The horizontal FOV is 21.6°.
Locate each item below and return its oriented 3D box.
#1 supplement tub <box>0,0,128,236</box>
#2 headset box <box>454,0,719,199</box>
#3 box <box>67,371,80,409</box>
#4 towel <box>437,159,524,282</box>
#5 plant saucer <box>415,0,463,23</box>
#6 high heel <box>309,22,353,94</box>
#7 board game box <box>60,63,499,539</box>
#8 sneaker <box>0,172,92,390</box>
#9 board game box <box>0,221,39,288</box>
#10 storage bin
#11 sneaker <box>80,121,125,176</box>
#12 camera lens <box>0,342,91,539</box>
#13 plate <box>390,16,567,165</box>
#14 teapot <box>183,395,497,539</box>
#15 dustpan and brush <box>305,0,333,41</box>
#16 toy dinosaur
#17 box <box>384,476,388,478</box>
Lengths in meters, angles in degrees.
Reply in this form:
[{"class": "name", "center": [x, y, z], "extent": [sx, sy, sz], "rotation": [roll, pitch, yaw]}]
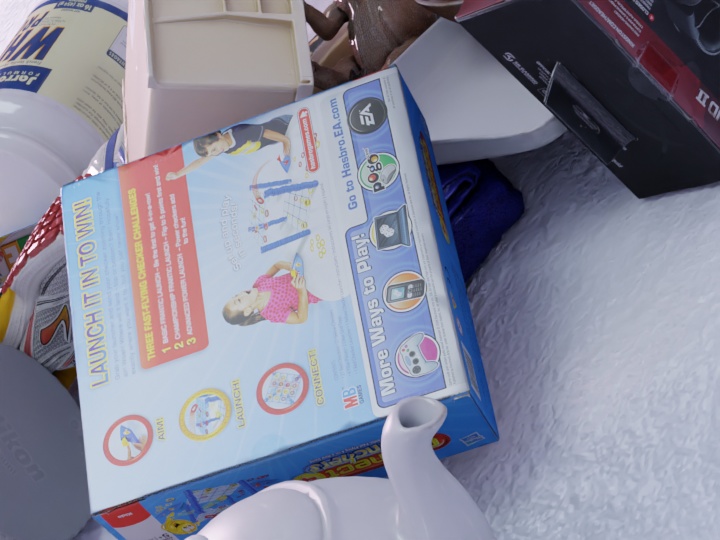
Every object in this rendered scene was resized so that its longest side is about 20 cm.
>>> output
[{"class": "supplement tub", "center": [-0.241, -0.115, 1.519], "extent": [0.144, 0.145, 0.201], "rotation": [-26, 29, 40]}, {"class": "headset box", "center": [0.145, -0.147, 0.950], "extent": [0.077, 0.149, 0.201], "rotation": [-13, 45, 51]}, {"class": "box", "center": [-0.166, 0.020, 1.368], "extent": [0.144, 0.036, 0.201], "rotation": [-38, 30, 25]}, {"class": "towel", "center": [0.000, 0.000, 1.106], "extent": [0.200, 0.049, 0.148], "rotation": [-48, 27, 7]}, {"class": "plant saucer", "center": [0.124, -0.199, 1.120], "extent": [0.199, 0.035, 0.201], "rotation": [-27, 22, 12]}, {"class": "high heel", "center": [-0.047, -0.120, 1.315], "extent": [0.201, 0.071, 0.142], "rotation": [-59, 28, -5]}, {"class": "board game box", "center": [-0.046, 0.019, 0.953], "extent": [0.194, 0.056, 0.202], "rotation": [-18, 56, 11]}, {"class": "sneaker", "center": [-0.190, 0.012, 1.245], "extent": [0.200, 0.082, 0.078], "rotation": [-53, 10, 47]}, {"class": "board game box", "center": [-0.284, 0.004, 1.364], "extent": [0.134, 0.035, 0.199], "rotation": [-18, 6, 39]}, {"class": "storage bin", "center": [-0.094, -0.123, 1.155], "extent": [0.201, 0.093, 0.200], "rotation": [103, 164, -53]}, {"class": "sneaker", "center": [-0.120, -0.042, 1.259], "extent": [0.199, 0.075, 0.089], "rotation": [34, 95, 38]}, {"class": "camera lens", "center": [-0.289, 0.155, 1.243], "extent": [0.199, 0.160, 0.161], "rotation": [-34, 30, 31]}, {"class": "plate", "center": [0.087, -0.116, 1.078], "extent": [0.199, 0.032, 0.200], "rotation": [-4, 34, 48]}, {"class": "teapot", "center": [-0.031, 0.167, 0.826], "extent": [0.197, 0.146, 0.201], "rotation": [-7, 50, 56]}, {"class": "dustpan and brush", "center": [0.010, -0.226, 1.395], "extent": [0.139, 0.057, 0.201], "rotation": [-25, 39, 65]}, {"class": "toy dinosaur", "center": [0.027, -0.153, 1.216], "extent": [0.085, 0.135, 0.202], "rotation": [-11, 79, 46]}, {"class": "box", "center": [-0.053, 0.065, 1.036], "extent": [0.137, 0.038, 0.200], "rotation": [-54, 46, 4]}]
